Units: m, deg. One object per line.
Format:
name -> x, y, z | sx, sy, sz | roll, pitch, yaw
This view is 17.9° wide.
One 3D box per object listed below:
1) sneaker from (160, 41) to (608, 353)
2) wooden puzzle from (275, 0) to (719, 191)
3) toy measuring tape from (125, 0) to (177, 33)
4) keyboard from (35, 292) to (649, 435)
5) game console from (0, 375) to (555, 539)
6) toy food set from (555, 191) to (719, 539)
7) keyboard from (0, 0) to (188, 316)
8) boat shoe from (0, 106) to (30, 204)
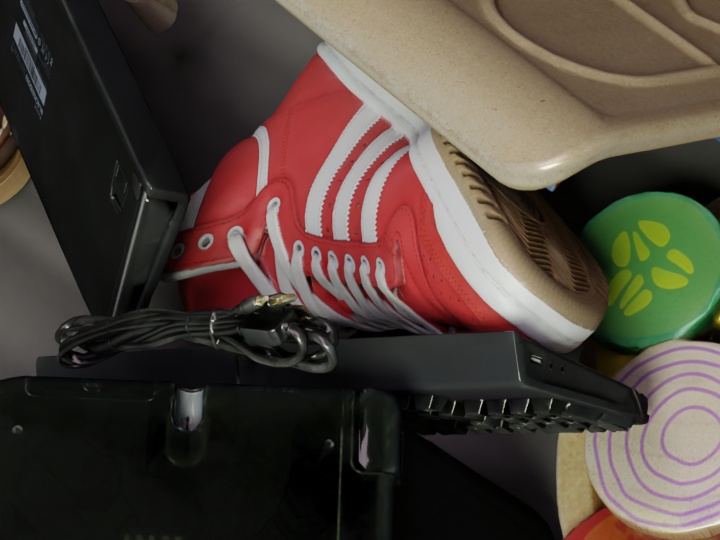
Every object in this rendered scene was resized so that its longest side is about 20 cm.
sneaker -> 0.000, 0.000, 0.708 | 0.112, 0.071, 0.200 | -45, 28, 8
wooden puzzle -> 0.063, -0.086, 0.721 | 0.199, 0.047, 0.185 | -16, 44, -39
toy measuring tape -> -0.004, -0.160, 0.822 | 0.073, 0.074, 0.201 | 31, 80, 33
keyboard -> -0.024, 0.034, 0.669 | 0.199, 0.127, 0.021 | -6, 68, 42
game console -> -0.025, 0.143, 0.610 | 0.174, 0.117, 0.202 | 2, 65, -1
toy food set -> 0.145, 0.051, 0.660 | 0.197, 0.049, 0.201 | -15, 60, 17
keyboard -> -0.095, -0.087, 0.743 | 0.020, 0.128, 0.201 | -7, 49, -27
boat shoe -> -0.181, -0.113, 0.876 | 0.070, 0.070, 0.200 | -37, 55, 4
